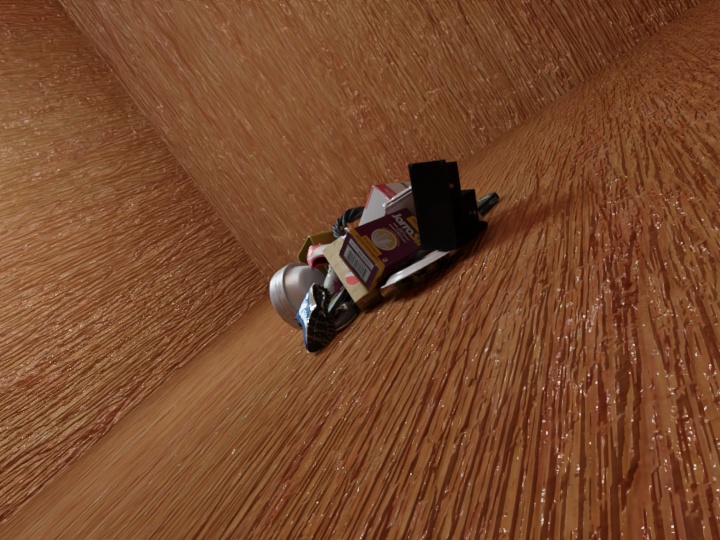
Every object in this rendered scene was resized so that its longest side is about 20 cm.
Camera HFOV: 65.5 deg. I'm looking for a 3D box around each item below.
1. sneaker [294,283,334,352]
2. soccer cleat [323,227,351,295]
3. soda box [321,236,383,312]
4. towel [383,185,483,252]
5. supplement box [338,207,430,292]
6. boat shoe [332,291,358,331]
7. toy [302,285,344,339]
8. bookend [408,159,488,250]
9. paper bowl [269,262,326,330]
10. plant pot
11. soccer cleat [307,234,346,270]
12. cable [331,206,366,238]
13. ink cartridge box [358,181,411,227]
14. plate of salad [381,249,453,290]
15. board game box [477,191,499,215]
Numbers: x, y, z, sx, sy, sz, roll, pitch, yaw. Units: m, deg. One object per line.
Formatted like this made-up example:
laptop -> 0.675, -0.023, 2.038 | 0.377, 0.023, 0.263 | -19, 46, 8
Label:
sneaker -> -0.120, 0.131, 1.431 | 0.089, 0.078, 0.200 | -46, 28, 35
soccer cleat -> -0.063, -0.029, 1.573 | 0.200, 0.086, 0.070 | -59, 34, -4
soda box -> -0.022, 0.008, 1.457 | 0.068, 0.200, 0.064 | -35, -35, 1
towel -> 0.188, -0.148, 1.468 | 0.200, 0.191, 0.032 | -32, 22, 28
supplement box -> 0.067, -0.054, 1.393 | 0.200, 0.131, 0.103 | -26, -25, -34
boat shoe -> -0.036, 0.094, 1.483 | 0.067, 0.057, 0.200 | -32, 8, 29
toy -> -0.076, 0.114, 1.562 | 0.200, 0.047, 0.115 | -51, 6, -38
bookend -> 0.209, -0.170, 1.302 | 0.092, 0.200, 0.200 | 0, 18, 34
paper bowl -> -0.162, 0.068, 1.662 | 0.104, 0.201, 0.201 | -31, 9, 32
plant pot -> -0.068, -0.025, 1.821 | 0.176, 0.201, 0.200 | -25, -9, -24
soccer cleat -> -0.063, -0.057, 1.646 | 0.199, 0.067, 0.077 | -16, 51, 10
cable -> 0.006, -0.137, 1.760 | 0.200, 0.163, 0.051 | -49, -26, -37
ink cartridge box -> 0.110, -0.171, 1.605 | 0.199, 0.085, 0.146 | -15, -43, -41
plate of salad -> 0.140, 0.001, 1.306 | 0.199, 0.048, 0.200 | -28, 0, 0
board game box -> 0.295, -0.152, 1.620 | 0.135, 0.028, 0.200 | -41, 8, -34
